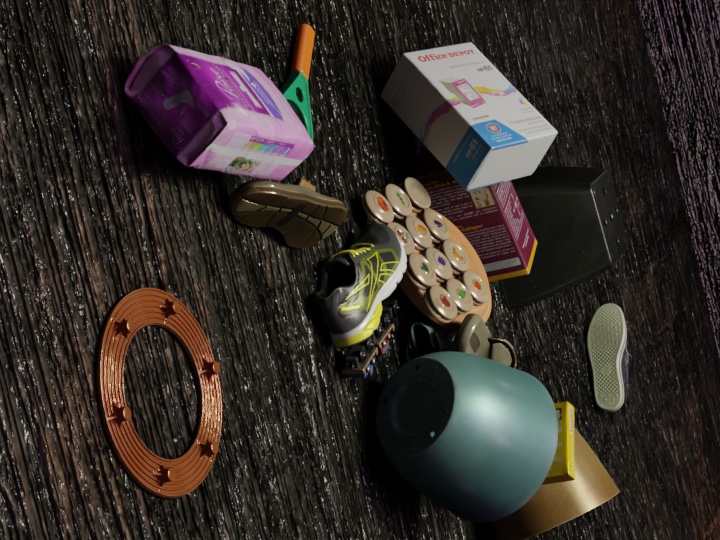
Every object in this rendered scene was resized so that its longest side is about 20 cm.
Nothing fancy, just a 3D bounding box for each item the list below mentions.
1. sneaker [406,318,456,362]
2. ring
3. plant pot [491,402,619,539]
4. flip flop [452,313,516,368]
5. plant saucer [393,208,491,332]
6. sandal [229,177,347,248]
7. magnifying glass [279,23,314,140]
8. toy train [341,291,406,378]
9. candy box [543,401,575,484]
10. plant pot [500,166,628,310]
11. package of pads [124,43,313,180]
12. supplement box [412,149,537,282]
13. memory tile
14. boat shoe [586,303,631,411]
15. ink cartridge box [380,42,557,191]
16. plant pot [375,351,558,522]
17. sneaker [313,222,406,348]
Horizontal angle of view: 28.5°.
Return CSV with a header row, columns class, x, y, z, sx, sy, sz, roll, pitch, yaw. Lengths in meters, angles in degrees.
class,x,y,z,sx,sy,sz,roll,pitch,yaw
sneaker,0.112,0.075,1.901,0.118,0.074,0.201,56,35,-50
ring,-0.183,0.114,1.344,0.200,0.019,0.201,37,47,-53
plant pot,0.239,0.259,1.998,0.186,0.186,0.201,-10,74,-65
flip flop,0.175,0.116,1.875,0.081,0.057,0.200,-68,154,-18
plant saucer,0.107,-0.009,1.901,0.200,0.032,0.201,35,34,-28
sandal,-0.082,-0.076,1.592,0.200,0.080,0.054,19,41,-56
magnifying glass,-0.078,-0.217,1.712,0.080,0.022,0.201,49,39,-45
toy train,0.018,0.083,1.761,0.200,0.034,0.046,-51,137,-60
candy box,0.182,0.235,1.834,0.026,0.199,0.103,40,44,-49
plant pot,0.323,-0.071,2.294,0.199,0.177,0.201,-34,109,-64
package of pads,-0.140,-0.160,1.449,0.121,0.076,0.200,51,19,17
supplement box,0.168,-0.086,2.055,0.200,0.110,0.086,64,28,-28
memory tile,0.088,-0.030,1.851,0.200,0.017,0.153,57,31,8
boat shoe,0.456,0.161,2.592,0.062,0.074,0.201,29,58,-64
ink cartridge box,0.148,-0.216,1.947,0.144,0.085,0.200,-17,56,-42
plant pot,0.115,0.190,1.738,0.161,0.200,0.201,30,51,-41
sneaker,0.000,0.000,1.709,0.085,0.074,0.200,59,31,-33
